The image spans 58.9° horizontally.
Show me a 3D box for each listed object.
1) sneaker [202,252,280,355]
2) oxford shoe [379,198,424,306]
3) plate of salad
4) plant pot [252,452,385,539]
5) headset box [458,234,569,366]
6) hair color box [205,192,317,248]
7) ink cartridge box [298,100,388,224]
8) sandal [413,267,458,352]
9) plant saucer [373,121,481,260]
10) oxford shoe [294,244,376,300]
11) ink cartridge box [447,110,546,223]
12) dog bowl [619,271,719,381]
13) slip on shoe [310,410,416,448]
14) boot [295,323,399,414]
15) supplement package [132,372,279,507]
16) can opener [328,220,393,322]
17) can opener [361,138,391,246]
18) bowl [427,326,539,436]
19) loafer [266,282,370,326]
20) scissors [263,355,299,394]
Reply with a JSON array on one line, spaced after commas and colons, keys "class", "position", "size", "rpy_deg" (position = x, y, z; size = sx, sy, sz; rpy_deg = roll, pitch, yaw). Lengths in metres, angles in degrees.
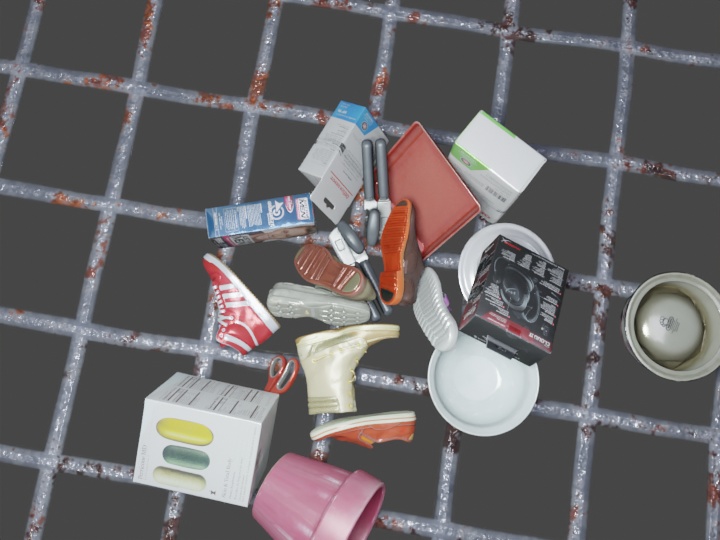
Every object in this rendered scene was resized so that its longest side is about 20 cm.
[{"class": "sneaker", "position": [-0.257, 0.069, 1.209], "size": [0.112, 0.071, 0.200], "rpy_deg": [-42, 85, -9]}, {"class": "oxford shoe", "position": [0.083, -0.033, 1.209], "size": [0.072, 0.071, 0.202], "rpy_deg": [9, 89, -35]}, {"class": "plate of salad", "position": [0.281, 0.009, 1.229], "size": [0.198, 0.048, 0.202], "rpy_deg": [2, 80, -10]}, {"class": "plant pot", "position": [-0.079, 0.417, 1.104], "size": [0.178, 0.200, 0.201], "rpy_deg": [24, 81, 20]}, {"class": "headset box", "position": [0.270, 0.060, 1.126], "size": [0.148, 0.077, 0.201], "rpy_deg": [26, 60, -4]}, {"class": "hair color box", "position": [-0.185, -0.093, 1.219], "size": [0.198, 0.100, 0.061], "rpy_deg": [-9, 82, -1]}, {"class": "ink cartridge box", "position": [-0.041, -0.205, 1.221], "size": [0.068, 0.116, 0.201], "rpy_deg": [25, 80, 35]}, {"class": "sandal", "position": [0.142, 0.077, 1.175], "size": [0.049, 0.203, 0.083], "rpy_deg": [20, 124, -24]}, {"class": "plant saucer", "position": [0.118, -0.146, 1.202], "size": [0.037, 0.200, 0.201], "rpy_deg": [-27, 79, -41]}, {"class": "oxford shoe", "position": [-0.051, 0.011, 1.197], "size": [0.200, 0.074, 0.071], "rpy_deg": [33, 87, 43]}, {"class": "ink cartridge box", "position": [0.236, -0.184, 1.182], "size": [0.145, 0.200, 0.084], "rpy_deg": [38, 80, 6]}, {"class": "dog bowl", "position": [0.582, 0.107, 1.199], "size": [0.198, 0.074, 0.202], "rpy_deg": [0, 82, 1]}, {"class": "slip on shoe", "position": [0.006, 0.298, 1.174], "size": [0.198, 0.074, 0.062], "rpy_deg": [-5, 84, -5]}, {"class": "boot", "position": [-0.013, 0.182, 1.189], "size": [0.198, 0.073, 0.157], "rpy_deg": [-11, 81, 0]}, {"class": "supplement package", "position": [-0.264, 0.290, 1.116], "size": [0.198, 0.151, 0.153], "rpy_deg": [12, 98, 2]}, {"class": "can opener", "position": [0.000, 0.000, 1.220], "size": [0.053, 0.067, 0.201], "rpy_deg": [-26, 82, -4]}, {"class": "can opener", "position": [0.032, -0.148, 1.214], "size": [0.052, 0.067, 0.202], "rpy_deg": [-3, 110, 0]}, {"class": "bowl", "position": [0.219, 0.199, 1.177], "size": [0.199, 0.090, 0.203], "rpy_deg": [0, 80, 0]}, {"class": "loafer", "position": [-0.077, 0.057, 1.208], "size": [0.198, 0.070, 0.070], "rpy_deg": [9, 48, 3]}, {"class": "scissors", "position": [-0.178, 0.248, 1.190], "size": [0.073, 0.014, 0.201], "rpy_deg": [21, 79, 41]}]
